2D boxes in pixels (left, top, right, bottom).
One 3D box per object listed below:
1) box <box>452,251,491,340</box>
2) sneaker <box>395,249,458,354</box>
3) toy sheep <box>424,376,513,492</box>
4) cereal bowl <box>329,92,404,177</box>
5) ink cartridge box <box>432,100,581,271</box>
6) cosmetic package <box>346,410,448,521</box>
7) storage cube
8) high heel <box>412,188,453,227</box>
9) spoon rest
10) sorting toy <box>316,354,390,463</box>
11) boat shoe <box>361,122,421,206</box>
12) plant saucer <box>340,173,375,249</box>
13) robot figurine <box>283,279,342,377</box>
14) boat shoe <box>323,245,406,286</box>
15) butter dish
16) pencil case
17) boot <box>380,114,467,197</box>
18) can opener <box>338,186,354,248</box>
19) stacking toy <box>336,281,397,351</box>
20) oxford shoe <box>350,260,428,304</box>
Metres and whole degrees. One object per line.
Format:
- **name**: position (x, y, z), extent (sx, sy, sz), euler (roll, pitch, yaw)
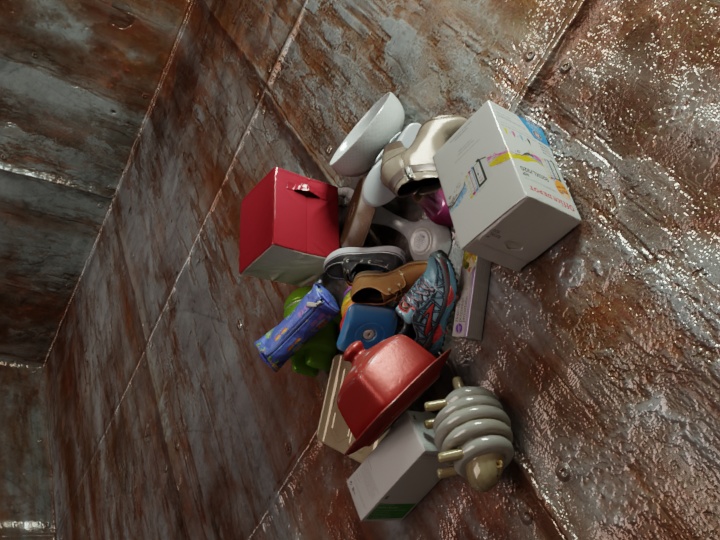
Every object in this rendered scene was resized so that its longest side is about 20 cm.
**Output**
- **box**: position (0.197, 0.017, 1.221), extent (0.038, 0.041, 0.206), euler (-2, 77, 54)
- **sneaker**: position (0.111, 0.063, 1.235), extent (0.079, 0.093, 0.205), euler (-132, 46, -57)
- **toy sheep**: position (0.171, 0.249, 1.098), extent (0.138, 0.136, 0.203), euler (-47, 39, 33)
- **cereal bowl**: position (0.026, -0.275, 1.496), extent (0.201, 0.083, 0.201), euler (-48, 13, 14)
- **ink cartridge box**: position (0.232, -0.133, 1.135), extent (0.144, 0.145, 0.204), euler (-42, 47, 37)
- **cosmetic package**: position (0.076, 0.340, 1.216), extent (0.201, 0.106, 0.086), euler (-54, 42, 28)
- **storage cube**: position (-0.158, -0.087, 1.550), extent (0.199, 0.168, 0.184), euler (-33, 52, 48)
- **high heel**: position (0.141, -0.154, 1.371), extent (0.068, 0.095, 0.201), euler (-48, 22, 16)
- **spoon rest**: position (0.104, -0.073, 1.382), extent (0.199, 0.060, 0.101), euler (34, 107, 40)
- **sorting toy**: position (-0.003, 0.278, 1.414), extent (0.198, 0.036, 0.190), euler (8, 85, 50)
- **boat shoe**: position (0.058, -0.207, 1.398), extent (0.202, 0.071, 0.067), euler (-59, 21, -17)
- **plant saucer**: position (-0.004, -0.119, 1.483), extent (0.200, 0.036, 0.205), euler (-161, 89, -81)
- **robot figurine**: position (-0.111, 0.125, 1.544), extent (0.174, 0.114, 0.204), euler (-32, 53, 37)
- **boat shoe**: position (0.000, 0.000, 1.405), extent (0.196, 0.071, 0.067), euler (-3, 43, 33)
- **butter dish**: position (0.029, 0.186, 1.208), extent (0.148, 0.198, 0.201), euler (46, 141, 13)
- **pencil case**: position (-0.129, 0.115, 1.436), extent (0.200, 0.087, 0.078), euler (-43, 81, 3)
- **boot**: position (0.128, -0.204, 1.298), extent (0.196, 0.071, 0.148), euler (-22, 43, 4)
- **can opener**: position (-0.045, -0.090, 1.595), extent (0.051, 0.066, 0.205), euler (11, 87, 11)
- **stacking toy**: position (-0.001, 0.069, 1.442), extent (0.202, 0.107, 0.118), euler (-109, 31, -54)
- **oxford shoe**: position (0.072, 0.034, 1.310), extent (0.195, 0.073, 0.072), euler (-12, 26, 21)
